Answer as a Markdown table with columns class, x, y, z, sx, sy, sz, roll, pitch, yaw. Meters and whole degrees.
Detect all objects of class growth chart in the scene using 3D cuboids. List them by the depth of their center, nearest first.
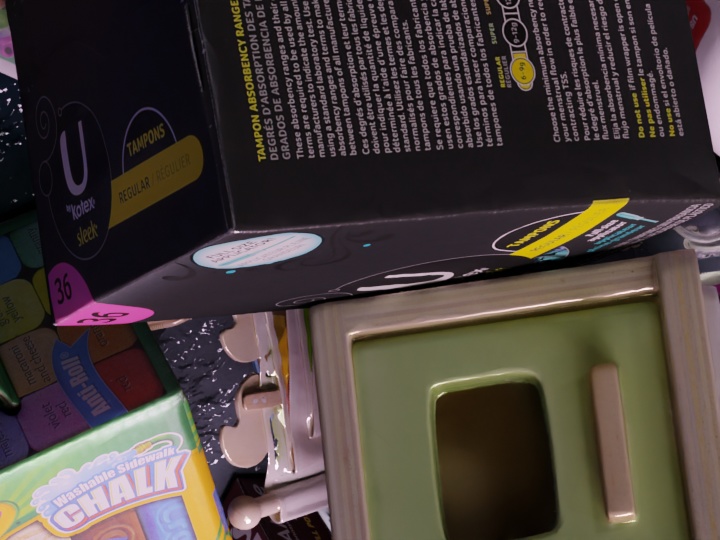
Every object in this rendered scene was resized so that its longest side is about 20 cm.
| class | x | y | z | sx | sy | sz | roll | pitch | yaw |
| --- | --- | --- | --- | --- | --- | --- | --- | --- | --- |
| growth chart | 0.000 | 0.000 | 1.079 | 0.144 | 0.018 | 0.201 | -5 | 103 | -39 |

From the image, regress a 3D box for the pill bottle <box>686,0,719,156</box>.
| class | x | y | z | sx | sy | sz | roll | pitch | yaw |
| --- | --- | --- | --- | --- | --- | --- | --- | --- | --- |
| pill bottle | 0.154 | -0.109 | 1.012 | 0.112 | 0.200 | 0.113 | -17 | 139 | -16 |

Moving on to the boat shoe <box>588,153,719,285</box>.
| class | x | y | z | sx | sy | sz | roll | pitch | yaw |
| --- | --- | --- | --- | --- | --- | --- | --- | --- | --- |
| boat shoe | 0.141 | -0.027 | 1.057 | 0.199 | 0.075 | 0.062 | 1 | 131 | 9 |

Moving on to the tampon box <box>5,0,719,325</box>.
| class | x | y | z | sx | sy | sz | roll | pitch | yaw |
| --- | --- | --- | --- | --- | --- | --- | --- | --- | --- |
| tampon box | -0.001 | -0.060 | 0.949 | 0.199 | 0.127 | 0.150 | -5 | 169 | -30 |

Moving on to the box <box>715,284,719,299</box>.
| class | x | y | z | sx | sy | sz | roll | pitch | yaw |
| --- | --- | --- | --- | --- | --- | --- | --- | --- | --- |
| box | 0.211 | 0.089 | 1.202 | 0.124 | 0.148 | 0.201 | -6 | 103 | 24 |

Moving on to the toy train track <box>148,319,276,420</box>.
| class | x | y | z | sx | sy | sz | roll | pitch | yaw |
| --- | --- | --- | --- | --- | --- | --- | --- | --- | --- |
| toy train track | -0.033 | 0.032 | 1.169 | 0.114 | 0.033 | 0.201 | -24 | 141 | -10 |

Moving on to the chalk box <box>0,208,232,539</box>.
| class | x | y | z | sx | sy | sz | roll | pitch | yaw |
| --- | --- | --- | --- | --- | --- | --- | --- | --- | --- |
| chalk box | -0.134 | 0.064 | 1.065 | 0.123 | 0.125 | 0.201 | -23 | 141 | -10 |

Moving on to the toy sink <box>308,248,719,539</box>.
| class | x | y | z | sx | sy | sz | roll | pitch | yaw |
| --- | --- | --- | --- | --- | --- | --- | --- | --- | --- |
| toy sink | 0.090 | 0.071 | 0.995 | 0.199 | 0.131 | 0.112 | -7 | 165 | 6 |

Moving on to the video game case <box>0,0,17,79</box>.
| class | x | y | z | sx | sy | sz | roll | pitch | yaw |
| --- | --- | --- | --- | --- | --- | --- | --- | --- | --- |
| video game case | -0.083 | -0.124 | 0.988 | 0.200 | 0.018 | 0.143 | 23 | 116 | -45 |

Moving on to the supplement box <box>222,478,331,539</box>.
| class | x | y | z | sx | sy | sz | roll | pitch | yaw |
| --- | --- | --- | --- | --- | --- | --- | --- | --- | --- |
| supplement box | 0.013 | 0.158 | 1.306 | 0.199 | 0.061 | 0.109 | 3 | 128 | -36 |

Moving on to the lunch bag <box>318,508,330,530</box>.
| class | x | y | z | sx | sy | sz | roll | pitch | yaw |
| --- | --- | --- | --- | --- | --- | --- | --- | --- | --- |
| lunch bag | 0.068 | 0.106 | 1.218 | 0.160 | 0.077 | 0.200 | -45 | 125 | -15 |
